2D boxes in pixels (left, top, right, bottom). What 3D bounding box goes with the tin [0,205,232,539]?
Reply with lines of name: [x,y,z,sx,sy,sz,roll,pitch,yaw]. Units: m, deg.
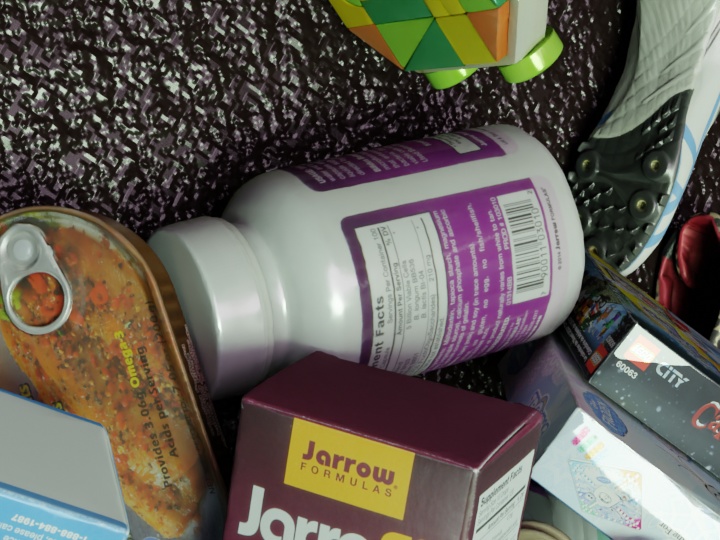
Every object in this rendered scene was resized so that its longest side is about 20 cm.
tin: [-0.121,0.070,0.826,0.111,0.042,0.202,-18,89,7]

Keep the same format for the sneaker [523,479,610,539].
sneaker: [0.073,0.195,0.895,0.139,0.078,0.201,-3,54,-20]

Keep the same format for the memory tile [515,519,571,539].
memory tile: [0.053,0.184,0.845,0.017,0.198,0.155,-29,122,-63]

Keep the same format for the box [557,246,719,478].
box: [0.188,0.075,0.943,0.199,0.137,0.038,36,101,-13]

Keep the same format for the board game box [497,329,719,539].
board game box: [0.161,0.114,0.913,0.199,0.200,0.043,38,99,-6]

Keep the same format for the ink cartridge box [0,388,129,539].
ink cartridge box: [-0.203,0.142,0.749,0.144,0.085,0.201,22,110,-26]

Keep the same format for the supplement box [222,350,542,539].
supplement box: [0.000,0.150,0.802,0.086,0.110,0.202,-27,129,-64]

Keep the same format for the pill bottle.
pill bottle: [0.000,0.000,0.894,0.199,0.112,0.113,-13,98,-28]

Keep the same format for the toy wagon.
toy wagon: [0.034,-0.154,0.856,0.040,0.200,0.156,-43,111,-19]

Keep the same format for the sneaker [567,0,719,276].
sneaker: [0.170,-0.088,1.017,0.072,0.072,0.202,22,87,-48]

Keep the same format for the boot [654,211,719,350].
boot: [0.251,-0.005,1.066,0.150,0.073,0.202,16,89,-30]
